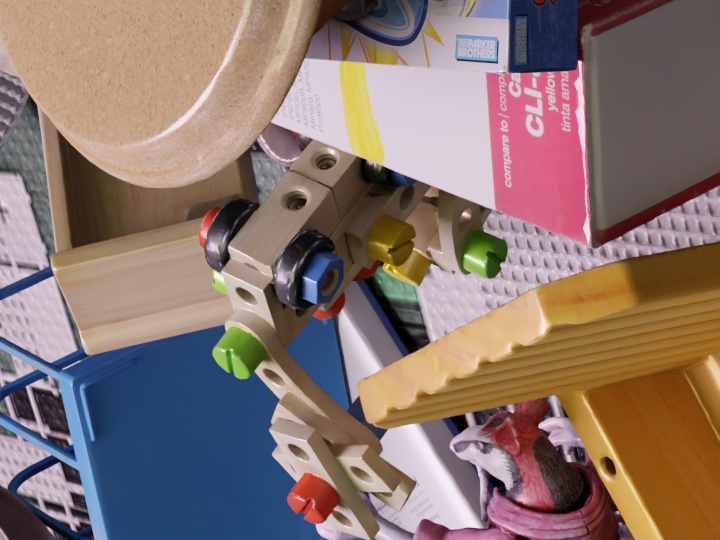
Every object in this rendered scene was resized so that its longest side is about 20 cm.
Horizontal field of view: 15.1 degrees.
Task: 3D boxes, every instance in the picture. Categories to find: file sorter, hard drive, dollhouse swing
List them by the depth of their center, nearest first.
[{"bbox_3d":[0.131,0.071,0.977,0.200,0.175,0.182,-30,88,56],"label":"dollhouse swing"},{"bbox_3d":[-0.090,0.095,1.282,0.122,0.138,0.201,23,130,49],"label":"file sorter"},{"bbox_3d":[-0.004,0.076,1.297,0.201,0.025,0.132,58,147,7],"label":"hard drive"}]

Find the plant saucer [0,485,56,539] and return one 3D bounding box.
[{"bbox_3d":[-0.159,0.180,1.292,0.200,0.032,0.201,41,144,39],"label":"plant saucer"}]

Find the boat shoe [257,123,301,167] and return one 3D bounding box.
[{"bbox_3d":[-0.021,-0.109,1.148,0.072,0.072,0.200,47,144,21],"label":"boat shoe"}]

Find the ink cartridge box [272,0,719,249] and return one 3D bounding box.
[{"bbox_3d":[0.060,-0.095,0.982,0.200,0.145,0.084,22,129,44],"label":"ink cartridge box"}]

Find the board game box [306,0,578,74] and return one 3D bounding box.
[{"bbox_3d":[-0.010,-0.139,0.912,0.199,0.034,0.136,8,100,46],"label":"board game box"}]

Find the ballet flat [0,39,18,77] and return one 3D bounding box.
[{"bbox_3d":[-0.123,-0.136,1.294,0.062,0.068,0.200,38,153,-13],"label":"ballet flat"}]

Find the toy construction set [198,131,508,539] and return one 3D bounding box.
[{"bbox_3d":[0.000,0.000,1.072,0.092,0.201,0.131,11,147,19],"label":"toy construction set"}]

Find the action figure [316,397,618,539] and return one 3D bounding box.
[{"bbox_3d":[0.075,0.134,1.118,0.149,0.134,0.201,46,156,41],"label":"action figure"}]

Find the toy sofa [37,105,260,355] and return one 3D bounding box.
[{"bbox_3d":[-0.093,-0.063,1.152,0.098,0.082,0.201,76,-178,-59],"label":"toy sofa"}]

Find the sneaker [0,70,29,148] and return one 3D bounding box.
[{"bbox_3d":[-0.225,-0.157,1.390,0.104,0.075,0.201,26,127,41],"label":"sneaker"}]

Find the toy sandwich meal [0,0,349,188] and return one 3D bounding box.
[{"bbox_3d":[-0.051,-0.126,0.885,0.205,0.070,0.207,8,100,49],"label":"toy sandwich meal"}]
